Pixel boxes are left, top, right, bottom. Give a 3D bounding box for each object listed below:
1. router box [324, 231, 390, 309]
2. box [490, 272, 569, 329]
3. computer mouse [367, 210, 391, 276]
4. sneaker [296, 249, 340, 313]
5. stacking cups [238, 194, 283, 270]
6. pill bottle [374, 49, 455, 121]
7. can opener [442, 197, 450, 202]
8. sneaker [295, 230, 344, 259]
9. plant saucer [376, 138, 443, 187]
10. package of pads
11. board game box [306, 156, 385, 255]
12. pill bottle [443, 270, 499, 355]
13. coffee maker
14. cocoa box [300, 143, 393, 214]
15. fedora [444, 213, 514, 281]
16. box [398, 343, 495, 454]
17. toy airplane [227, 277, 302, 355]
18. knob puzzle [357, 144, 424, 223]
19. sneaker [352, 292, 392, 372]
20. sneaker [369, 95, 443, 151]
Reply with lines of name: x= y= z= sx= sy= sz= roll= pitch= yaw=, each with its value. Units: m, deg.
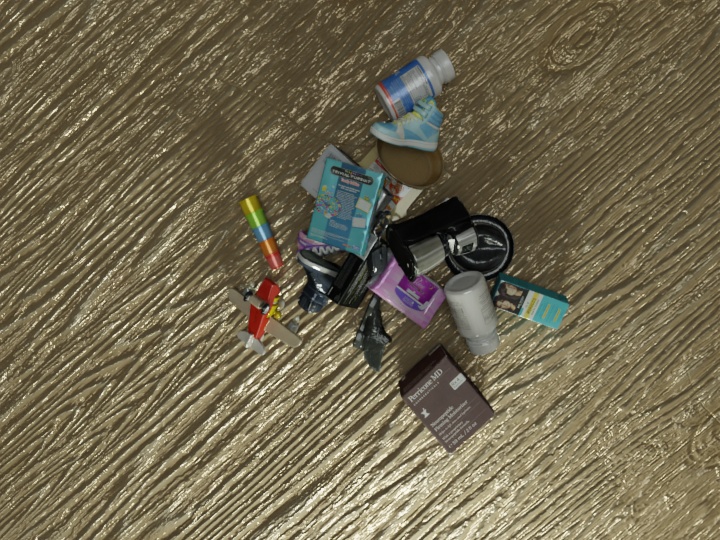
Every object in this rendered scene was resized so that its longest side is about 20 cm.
router box: x=0.000 y=0.000 z=1.626 sx=0.051 sy=0.149 sz=0.203 roll=33 pitch=94 yaw=21
box: x=0.453 y=0.082 z=1.664 sx=0.195 sy=0.049 sz=0.084 roll=19 pitch=114 yaw=-1
computer mouse: x=0.052 y=-0.060 z=1.519 sx=0.057 sy=0.203 sz=0.034 roll=-19 pitch=50 yaw=-25
sneaker: x=-0.130 y=0.035 z=1.622 sx=0.147 sy=0.201 sz=0.077 roll=-50 pitch=56 yaw=8
stacking cups: x=-0.266 y=-0.100 z=1.670 sx=0.059 sy=0.061 sz=0.204 roll=-22 pitch=93 yaw=3
pill bottle: x=0.144 y=-0.484 z=1.609 sx=0.197 sy=0.112 sz=0.114 roll=-32 pitch=93 yaw=2
can opener: x=0.198 y=-0.110 z=1.657 sx=0.053 sy=0.067 sz=0.201 roll=38 pitch=88 yaw=-1
sneaker: x=-0.086 y=-0.087 z=1.664 sx=0.194 sy=0.081 sz=0.091 roll=-11 pitch=84 yaw=2
plant saucer: x=0.125 y=-0.294 z=1.620 sx=0.195 sy=0.036 sz=0.205 roll=11 pitch=59 yaw=-18
package of pads: x=0.123 y=0.047 z=1.643 sx=0.198 sy=0.076 sz=0.122 roll=36 pitch=89 yaw=-18
board game box: x=-0.035 y=-0.157 z=1.519 sx=0.147 sy=0.047 sz=0.205 roll=17 pitch=98 yaw=11
pill bottle: x=0.301 y=0.115 z=1.633 sx=0.112 sy=0.115 sz=0.204 roll=-22 pitch=112 yaw=2
coffee maker: x=0.172 y=-0.101 z=1.543 sx=0.196 sy=0.135 sz=0.196 roll=-25 pitch=91 yaw=-14
cocoa box: x=-0.031 y=-0.208 z=1.605 sx=0.199 sy=0.131 sz=0.134 roll=41 pitch=102 yaw=6
fedora: x=0.320 y=-0.057 z=1.645 sx=0.194 sy=0.092 sz=0.207 roll=0 pitch=95 yaw=1
box: x=0.224 y=0.337 z=1.642 sx=0.165 sy=0.164 sz=0.201 roll=-42 pitch=92 yaw=4
toy airplane: x=-0.256 y=0.121 z=1.663 sx=0.196 sy=0.141 sz=0.204 roll=-15 pitch=105 yaw=40
knob puzzle: x=0.054 y=-0.217 z=1.669 sx=0.213 sy=0.030 sz=0.227 roll=1 pitch=94 yaw=12
sneaker: x=0.047 y=0.166 z=1.688 sx=0.102 sy=0.060 sz=0.204 roll=23 pitch=100 yaw=1
sneaker: x=0.122 y=-0.384 z=1.559 sx=0.195 sy=0.080 sz=0.133 roll=3 pitch=118 yaw=-29
